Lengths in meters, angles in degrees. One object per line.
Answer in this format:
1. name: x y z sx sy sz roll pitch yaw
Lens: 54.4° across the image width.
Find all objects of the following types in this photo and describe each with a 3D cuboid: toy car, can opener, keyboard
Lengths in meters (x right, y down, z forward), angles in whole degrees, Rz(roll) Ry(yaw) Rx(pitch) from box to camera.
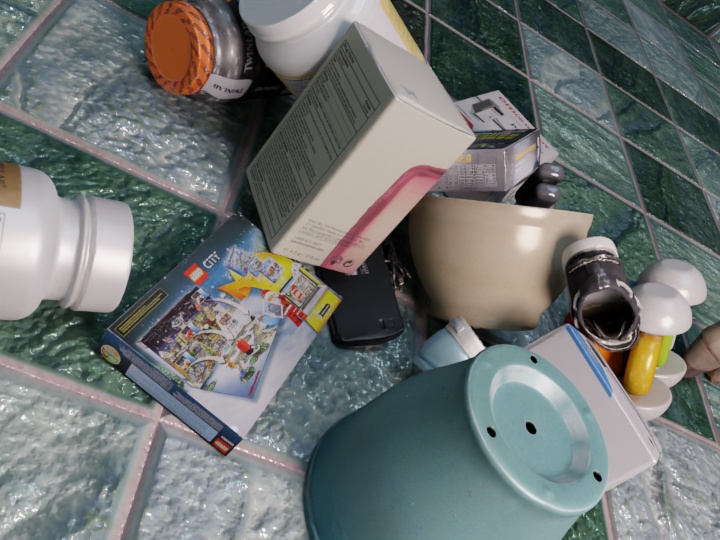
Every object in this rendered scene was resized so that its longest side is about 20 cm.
1. toy car: 0.341 0.077 0.897 0.150 0.175 0.200 17 30 30
2. can opener: 0.235 -0.083 0.918 0.067 0.200 0.053 12 78 -1
3. keyboard: 0.000 0.000 0.776 0.104 0.040 0.200 -4 55 -14

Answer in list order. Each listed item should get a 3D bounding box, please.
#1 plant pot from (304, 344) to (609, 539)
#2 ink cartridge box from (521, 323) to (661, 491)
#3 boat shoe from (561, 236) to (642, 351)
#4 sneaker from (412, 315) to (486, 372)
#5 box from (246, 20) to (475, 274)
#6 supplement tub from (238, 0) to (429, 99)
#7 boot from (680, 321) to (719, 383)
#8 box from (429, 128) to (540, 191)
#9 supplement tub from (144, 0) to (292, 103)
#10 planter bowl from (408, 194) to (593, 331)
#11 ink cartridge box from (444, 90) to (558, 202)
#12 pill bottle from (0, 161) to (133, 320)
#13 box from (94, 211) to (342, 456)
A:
1. plant pot: 0.087 0.163 0.567 0.200 0.188 0.200 22 43 -23
2. ink cartridge box: 0.230 0.143 0.718 0.145 0.084 0.200 62 16 21
3. boat shoe: 0.255 0.043 0.722 0.200 0.074 0.060 56 24 -50
4. sneaker: 0.123 0.144 0.721 0.200 0.082 0.074 55 5 -10
5. box: -0.007 -0.113 0.691 0.109 0.200 0.128 17 39 -39
6. supplement tub: -0.022 -0.239 0.756 0.200 0.145 0.146 44 27 -49
7. boot: 0.554 0.103 1.028 0.200 0.146 0.070 -6 57 -42
8. box: 0.099 -0.133 0.842 0.158 0.200 0.048 -33 121 -57
9. supplement tub: -0.140 -0.261 0.818 0.200 0.123 0.123 -23 71 -47
10. planter bowl: 0.146 -0.009 0.778 0.200 0.200 0.135 1 98 -38
11. ink cartridge box: 0.182 -0.177 1.031 0.147 0.083 0.200 49 41 10
12. pill bottle: -0.275 -0.024 0.502 0.200 0.114 0.115 9 50 -33
13. box: -0.115 0.046 0.627 0.137 0.038 0.200 39 40 -3
